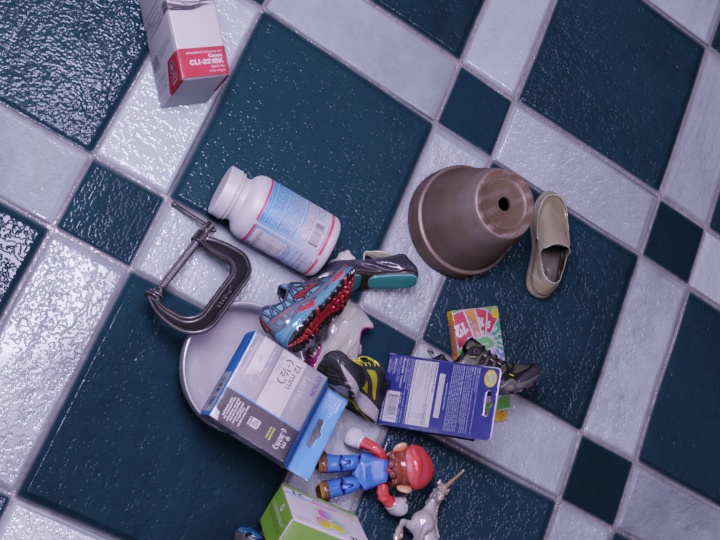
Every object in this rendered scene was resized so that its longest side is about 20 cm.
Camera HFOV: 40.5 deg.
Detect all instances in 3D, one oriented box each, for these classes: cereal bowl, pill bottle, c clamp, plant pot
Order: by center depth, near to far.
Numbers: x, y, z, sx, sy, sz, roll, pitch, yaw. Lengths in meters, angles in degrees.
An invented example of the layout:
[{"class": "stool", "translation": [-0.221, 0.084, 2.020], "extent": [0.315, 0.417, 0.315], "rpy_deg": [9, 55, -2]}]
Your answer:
[{"class": "c clamp", "translation": [-0.260, 0.004, 1.499], "extent": [0.169, 0.027, 0.201], "rpy_deg": [24, 55, 3]}, {"class": "cereal bowl", "translation": [-0.190, 0.153, 1.517], "extent": [0.197, 0.083, 0.204], "rpy_deg": [4, 81, -22]}, {"class": "pill bottle", "translation": [-0.138, -0.082, 1.563], "extent": [0.198, 0.109, 0.110], "rpy_deg": [30, 71, -16]}, {"class": "plant pot", "translation": [0.207, -0.097, 1.680], "extent": [0.197, 0.173, 0.204], "rpy_deg": [4, 81, -24]}]

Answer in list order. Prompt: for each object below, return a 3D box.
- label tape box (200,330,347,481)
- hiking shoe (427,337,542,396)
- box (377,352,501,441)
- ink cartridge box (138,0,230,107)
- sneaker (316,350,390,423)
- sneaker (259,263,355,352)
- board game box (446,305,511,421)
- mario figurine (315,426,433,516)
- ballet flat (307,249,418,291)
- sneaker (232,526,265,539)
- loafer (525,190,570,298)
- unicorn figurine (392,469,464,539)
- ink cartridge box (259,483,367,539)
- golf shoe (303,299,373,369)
[{"class": "label tape box", "translation": [-0.118, 0.204, 1.460], "extent": [0.199, 0.066, 0.145], "rpy_deg": [34, 70, -14]}, {"class": "hiking shoe", "translation": [0.213, 0.162, 1.661], "extent": [0.197, 0.076, 0.102], "rpy_deg": [-7, 87, -10]}, {"class": "box", "translation": [0.132, 0.210, 1.607], "extent": [0.032, 0.197, 0.123], "rpy_deg": [38, 61, -61]}, {"class": "ink cartridge box", "translation": [-0.280, -0.377, 1.529], "extent": [0.083, 0.144, 0.203], "rpy_deg": [-12, 87, -25]}, {"class": "sneaker", "translation": [-0.009, 0.166, 1.558], "extent": [0.074, 0.201, 0.085], "rpy_deg": [19, 67, 27]}, {"class": "sneaker", "translation": [-0.081, 0.037, 1.510], "extent": [0.095, 0.080, 0.200], "rpy_deg": [30, 42, 17]}, {"class": "board game box", "translation": [0.210, 0.168, 1.720], "extent": [0.094, 0.030, 0.204], "rpy_deg": [-5, 86, -23]}, {"class": "mario figurine", "translation": [0.022, 0.331, 1.599], "extent": [0.197, 0.106, 0.125], "rpy_deg": [-1, 118, -13]}, {"class": "ballet flat", "translation": [0.000, 0.000, 1.639], "extent": [0.197, 0.073, 0.074], "rpy_deg": [-4, 83, -18]}, {"class": "sneaker", "translation": [-0.121, 0.473, 1.511], "extent": [0.198, 0.073, 0.083], "rpy_deg": [29, 84, -9]}, {"class": "loafer", "translation": [0.353, -0.050, 1.792], "extent": [0.075, 0.068, 0.203], "rpy_deg": [11, 77, -21]}, {"class": "unicorn figurine", "translation": [0.110, 0.439, 1.603], "extent": [0.137, 0.073, 0.203], "rpy_deg": [-21, 114, -61]}, {"class": "ink cartridge box", "translation": [-0.056, 0.423, 1.456], "extent": [0.147, 0.200, 0.076], "rpy_deg": [28, 98, -23]}, {"class": "golf shoe", "translation": [-0.045, 0.140, 1.589], "extent": [0.091, 0.075, 0.202], "rpy_deg": [33, 71, -18]}]
